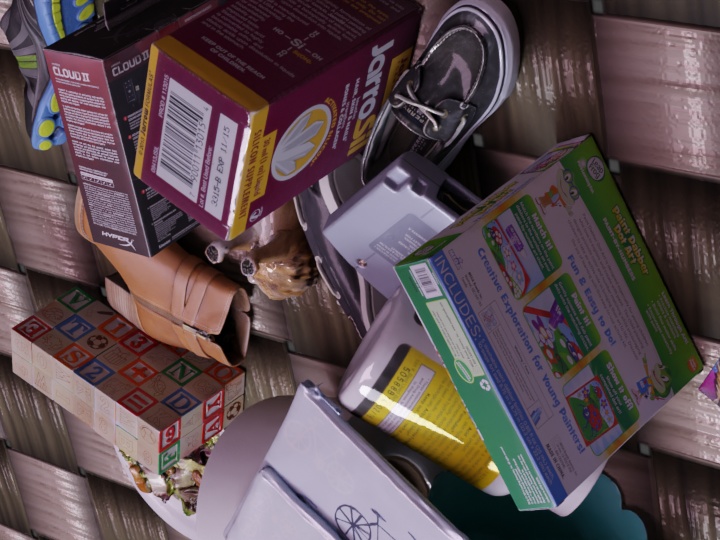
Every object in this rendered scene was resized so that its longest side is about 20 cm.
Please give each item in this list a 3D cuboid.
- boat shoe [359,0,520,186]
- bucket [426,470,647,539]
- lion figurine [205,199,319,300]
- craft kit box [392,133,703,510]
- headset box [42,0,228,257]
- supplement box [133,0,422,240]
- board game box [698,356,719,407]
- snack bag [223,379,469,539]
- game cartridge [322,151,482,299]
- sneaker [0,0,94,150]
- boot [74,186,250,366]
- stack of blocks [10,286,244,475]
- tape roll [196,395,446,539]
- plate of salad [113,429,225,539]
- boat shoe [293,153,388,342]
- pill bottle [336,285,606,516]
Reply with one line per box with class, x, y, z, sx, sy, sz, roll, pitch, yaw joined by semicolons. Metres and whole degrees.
boat shoe;0.057;-0.121;1.493;0.072;0.071;0.200;42;140;14
bucket;0.124;0.254;1.605;0.207;0.207;0.135;44;142;12
lion figurine;-0.075;-0.065;1.658;0.072;0.122;0.200;15;112;31
craft kit box;0.139;0.034;1.426;0.048;0.197;0.200;-13;107;52
headset box;-0.167;-0.136;1.647;0.075;0.149;0.200;14;128;38
supplement box;-0.062;-0.134;1.500;0.103;0.200;0.131;35;138;21
board game box;0.353;0.078;1.364;0.200;0.043;0.199;40;138;16
snack bag;-0.015;0.210;1.546;0.189;0.021;0.200;44;130;19
game cartridge;0.075;-0.001;1.545;0.200;0.041;0.133;37;139;-13
sneaker;-0.275;-0.198;1.784;0.083;0.071;0.200;40;140;38
boot;-0.175;-0.006;1.804;0.155;0.077;0.200;26;136;33
stack of blocks;-0.221;0.096;1.896;0.200;0.115;0.059;31;136;27
tape roll;-0.021;0.208;1.710;0.139;0.203;0.203;0;117;45
plate of salad;-0.185;0.195;1.987;0.200;0.048;0.200;25;132;31
boat shoe;0.000;0.000;1.638;0.060;0.074;0.200;-12;106;49
pill bottle;0.091;0.104;1.540;0.200;0.111;0.111;31;140;-4
